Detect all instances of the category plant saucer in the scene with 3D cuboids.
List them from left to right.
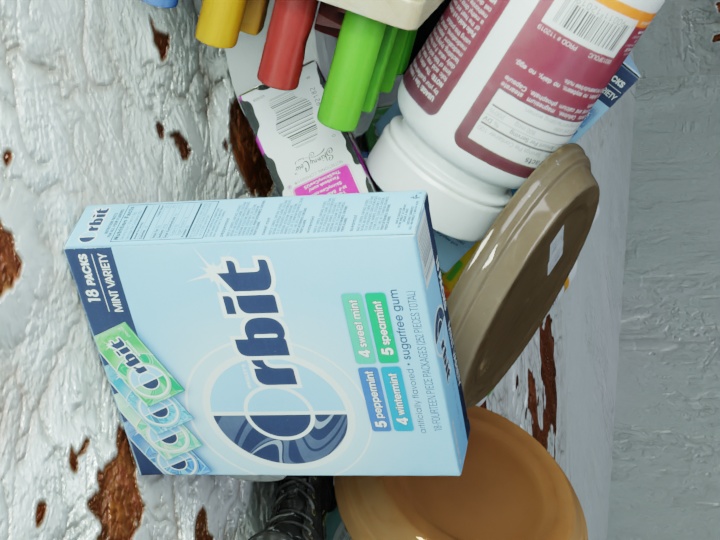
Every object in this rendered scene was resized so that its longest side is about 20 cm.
[{"bbox_3d":[0.079,0.165,1.160,0.201,0.199,0.038,-70,-176,-51],"label":"plant saucer"},{"bbox_3d":[0.100,0.011,1.025,0.200,0.029,0.201,-51,162,-24],"label":"plant saucer"}]

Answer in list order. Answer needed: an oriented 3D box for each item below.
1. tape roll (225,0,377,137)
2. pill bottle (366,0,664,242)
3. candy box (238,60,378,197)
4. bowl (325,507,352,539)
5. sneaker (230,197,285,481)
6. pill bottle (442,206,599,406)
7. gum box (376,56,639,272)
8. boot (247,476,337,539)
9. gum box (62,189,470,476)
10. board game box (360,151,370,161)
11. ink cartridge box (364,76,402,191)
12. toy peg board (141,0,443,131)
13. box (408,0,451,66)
[{"bbox_3d":[-0.039,-0.197,1.183,0.202,0.070,0.204,-1,90,-75],"label":"tape roll"},{"bbox_3d":[0.094,-0.125,1.007,0.201,0.114,0.114,-56,177,22],"label":"pill bottle"},{"bbox_3d":[-0.007,-0.021,1.054,0.136,0.061,0.201,57,8,-72],"label":"candy box"},{"bbox_3d":[0.024,0.229,1.226,0.104,0.201,0.202,22,58,-25],"label":"bowl"},{"bbox_3d":[-0.060,0.029,1.080,0.130,0.079,0.201,-64,148,-62],"label":"sneaker"},{"bbox_3d":[0.109,0.005,1.310,0.200,0.111,0.111,-52,151,-15],"label":"pill bottle"},{"bbox_3d":[0.100,-0.122,1.159,0.044,0.200,0.170,31,26,-26],"label":"gum box"},{"bbox_3d":[-0.050,0.164,1.142,0.200,0.069,0.175,81,13,-63],"label":"boot"},{"bbox_3d":[-0.049,0.041,0.893,0.045,0.198,0.171,-71,155,-51],"label":"gum box"},{"bbox_3d":[-0.008,0.017,1.289,0.135,0.034,0.202,82,10,-79],"label":"board game box"},{"bbox_3d":[0.051,-0.104,1.413,0.146,0.083,0.201,-97,175,-53],"label":"ink cartridge box"},{"bbox_3d":[-0.046,-0.175,0.990,0.200,0.198,0.098,-56,164,-64],"label":"toy peg board"},{"bbox_3d":[0.085,-0.246,1.140,0.078,0.200,0.142,23,57,-28],"label":"box"}]
